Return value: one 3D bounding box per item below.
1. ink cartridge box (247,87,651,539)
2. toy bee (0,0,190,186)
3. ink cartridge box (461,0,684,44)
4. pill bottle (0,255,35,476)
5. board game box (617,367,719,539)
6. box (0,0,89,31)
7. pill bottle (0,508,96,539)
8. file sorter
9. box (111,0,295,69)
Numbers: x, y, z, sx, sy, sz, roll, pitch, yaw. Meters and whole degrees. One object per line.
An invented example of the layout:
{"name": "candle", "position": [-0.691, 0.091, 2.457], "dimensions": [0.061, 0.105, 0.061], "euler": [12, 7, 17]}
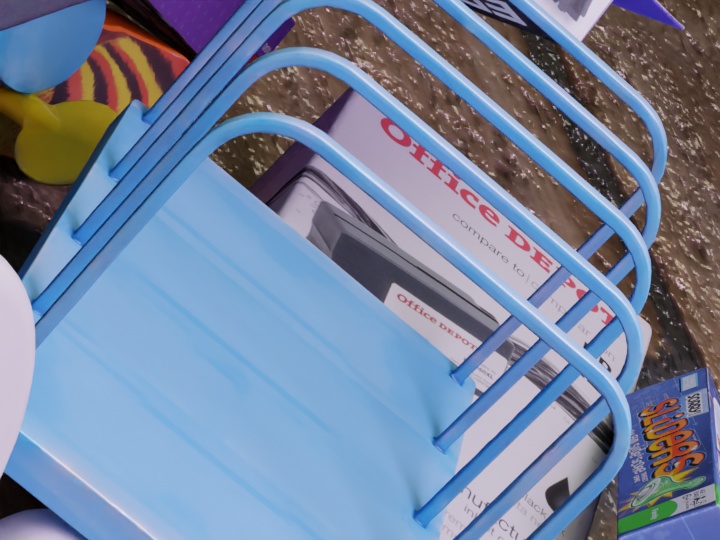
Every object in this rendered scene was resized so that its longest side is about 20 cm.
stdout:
{"name": "ink cartridge box", "position": [0.005, 0.045, 0.951], "dimensions": [0.145, 0.084, 0.200], "euler": [41, 31, -8]}
{"name": "toy bee", "position": [-0.143, -0.073, 0.924], "dimensions": [0.200, 0.109, 0.131], "euler": [38, -2, -35]}
{"name": "ink cartridge box", "position": [-0.015, -0.135, 0.928], "dimensions": [0.198, 0.043, 0.200], "euler": [26, -6, 35]}
{"name": "pill bottle", "position": [-0.182, 0.000, 0.657], "dimensions": [0.200, 0.111, 0.111], "euler": [30, 24, 24]}
{"name": "board game box", "position": [0.132, 0.145, 0.922], "dimensions": [0.135, 0.034, 0.200], "euler": [-74, 142, -73]}
{"name": "box", "position": [-0.153, -0.112, 0.622], "dimensions": [0.200, 0.104, 0.148], "euler": [-22, 42, -28]}
{"name": "pill bottle", "position": [-0.072, 0.131, 0.732], "dimensions": [0.200, 0.111, 0.111], "euler": [38, 32, -12]}
{"name": "file sorter", "position": [0.000, 0.000, 0.774], "dimensions": [0.139, 0.123, 0.200], "euler": [40, 23, -9]}
{"name": "box", "position": [-0.099, -0.132, 0.968], "dimensions": [0.137, 0.039, 0.200], "euler": [40, -1, 12]}
